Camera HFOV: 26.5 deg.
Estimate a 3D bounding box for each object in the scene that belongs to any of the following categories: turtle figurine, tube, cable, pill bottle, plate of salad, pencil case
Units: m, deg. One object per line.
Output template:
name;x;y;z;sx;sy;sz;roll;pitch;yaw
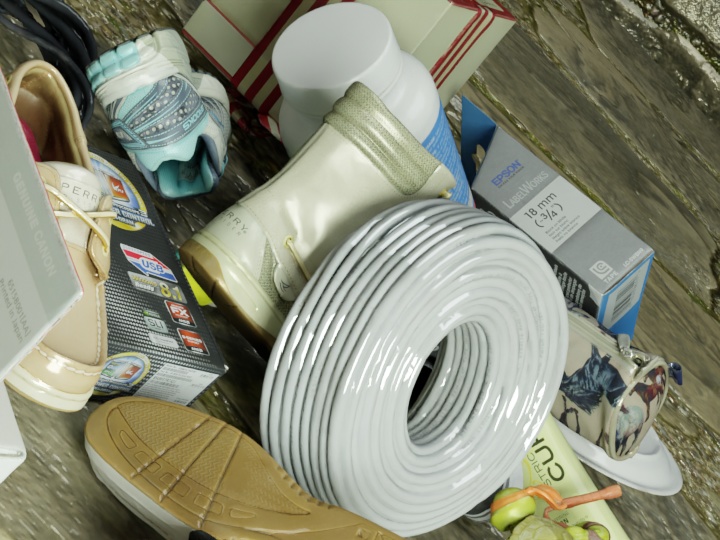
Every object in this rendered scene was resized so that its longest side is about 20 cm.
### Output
turtle figurine;0.123;0.193;0.932;0.200;0.064;0.162;-3;58;-41
tube;0.123;0.140;1.074;0.200;0.058;0.052;57;-15;11
cable;-0.239;-0.157;0.918;0.200;0.051;0.163;48;22;-2
cable;0.035;0.060;0.873;0.069;0.200;0.200;25;-27;39
pill bottle;0.009;-0.084;1.055;0.200;0.112;0.112;68;1;-47
plate of salad;0.164;0.116;1.197;0.200;0.048;0.200;31;18;-11
pencil case;0.134;0.049;1.111;0.078;0.090;0.200;-20;44;-42

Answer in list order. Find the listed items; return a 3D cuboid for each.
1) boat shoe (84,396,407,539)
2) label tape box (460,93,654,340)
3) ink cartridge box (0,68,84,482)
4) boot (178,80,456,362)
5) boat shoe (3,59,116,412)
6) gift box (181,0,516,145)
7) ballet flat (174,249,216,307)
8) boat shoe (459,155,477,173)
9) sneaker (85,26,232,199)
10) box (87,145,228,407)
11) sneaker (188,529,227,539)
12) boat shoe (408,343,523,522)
boat shoe;-0.055;0.136;0.748;0.200;0.069;0.071;31;39;11
label tape box;0.129;-0.023;1.202;0.200;0.063;0.144;42;-21;23
ink cartridge box;-0.176;-0.005;0.610;0.044;0.174;0.200;21;34;-49
boot;0.000;0.000;0.915;0.072;0.155;0.200;32;-15;47
boat shoe;-0.151;-0.026;0.713;0.074;0.069;0.200;25;31;-44
gift box;-0.006;-0.172;1.192;0.200;0.187;0.184;48;21;18
ballet flat;-0.066;-0.007;0.976;0.067;0.067;0.200;62;19;-6
boat shoe;0.033;-0.111;1.345;0.201;0.070;0.072;44;2;-6
sneaker;-0.119;-0.080;0.961;0.200;0.077;0.087;41;27;-81
box;-0.175;-0.012;0.799;0.200;0.044;0.160;20;35;-50
sneaker;-0.071;0.177;0.621;0.111;0.077;0.200;51;17;-7
boat shoe;0.052;0.080;1.046;0.066;0.070;0.200;30;35;-41
